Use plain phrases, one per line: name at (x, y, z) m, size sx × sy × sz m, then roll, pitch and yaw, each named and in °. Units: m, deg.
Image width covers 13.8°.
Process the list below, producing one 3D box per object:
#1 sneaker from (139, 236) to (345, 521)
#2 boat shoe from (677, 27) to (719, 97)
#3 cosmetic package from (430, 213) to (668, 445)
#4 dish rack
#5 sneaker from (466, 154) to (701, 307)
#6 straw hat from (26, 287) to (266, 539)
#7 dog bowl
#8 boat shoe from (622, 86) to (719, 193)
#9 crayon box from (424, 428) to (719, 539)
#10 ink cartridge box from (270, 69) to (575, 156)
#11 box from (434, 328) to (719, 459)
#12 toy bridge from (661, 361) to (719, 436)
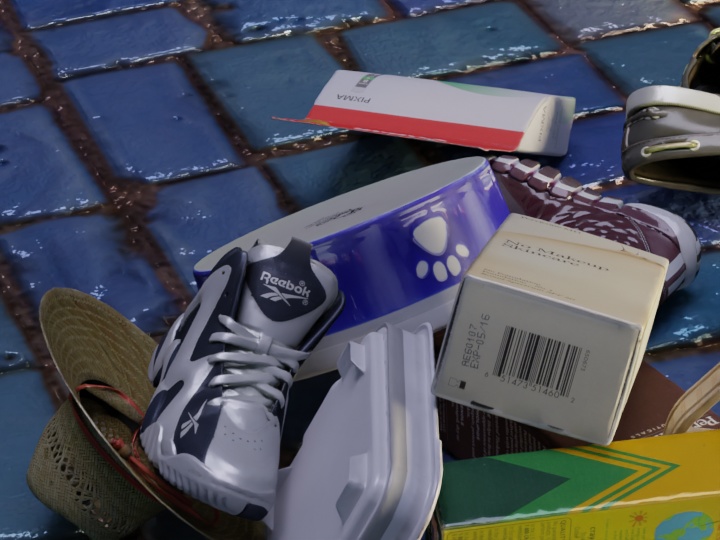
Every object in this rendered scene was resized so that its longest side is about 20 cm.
sneaker at (-0.061, 0.048, 1.685) m, size 0.079 × 0.130 × 0.199 m, roll 26°, pitch 18°, yaw -11°
boat shoe at (0.273, -0.141, 2.169) m, size 0.072 × 0.060 × 0.202 m, roll 6°, pitch 31°, yaw 16°
cosmetic package at (0.108, 0.030, 1.652) m, size 0.103 × 0.073 × 0.200 m, roll 16°, pitch 13°, yaw 5°
dish rack at (-0.013, 0.126, 1.619) m, size 0.044 × 0.172 × 0.200 m, roll 23°, pitch 26°, yaw -12°
sneaker at (0.113, -0.011, 1.945) m, size 0.200 × 0.076 × 0.116 m, roll 13°, pitch 36°, yaw 25°
straw hat at (-0.148, 0.111, 1.733) m, size 0.085 × 0.201 × 0.201 m, roll -42°, pitch 27°, yaw 14°
dog bowl at (0.000, 0.000, 1.848) m, size 0.200 × 0.079 × 0.200 m, roll -21°, pitch 8°, yaw 3°
boat shoe at (0.279, -0.075, 2.039) m, size 0.202 × 0.072 × 0.060 m, roll 10°, pitch 64°, yaw 3°
crayon box at (0.135, 0.151, 1.599) m, size 0.200 × 0.127 × 0.051 m, roll -6°, pitch 44°, yaw -7°
ink cartridge box at (0.046, -0.112, 2.073) m, size 0.161 × 0.050 × 0.200 m, roll 8°, pitch 2°, yaw 19°
box at (0.123, 0.092, 1.764) m, size 0.100 × 0.075 × 0.200 m, roll -19°, pitch 35°, yaw -26°
toy bridge at (0.197, 0.101, 1.618) m, size 0.067 × 0.200 × 0.027 m, roll 5°, pitch 45°, yaw -3°
